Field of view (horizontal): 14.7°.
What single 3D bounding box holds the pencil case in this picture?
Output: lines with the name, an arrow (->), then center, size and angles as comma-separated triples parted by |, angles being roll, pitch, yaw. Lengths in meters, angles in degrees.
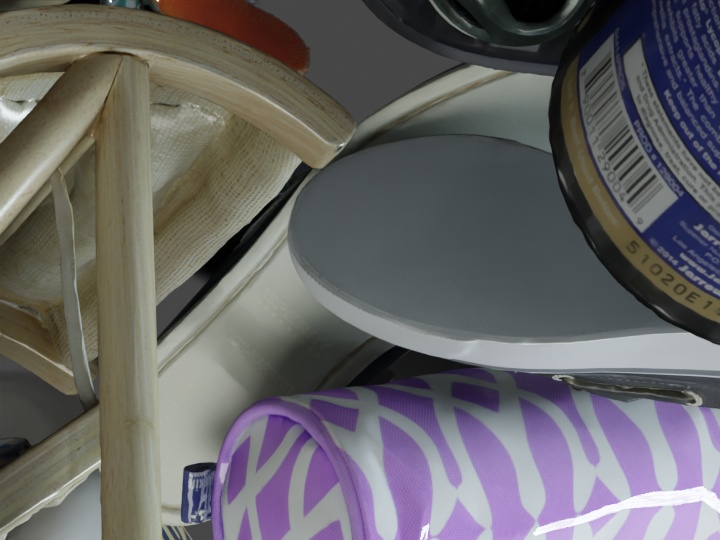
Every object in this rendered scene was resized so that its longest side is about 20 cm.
pencil case -> 0.051, 0.071, 0.842 | 0.199, 0.084, 0.086 | -6, 105, -33

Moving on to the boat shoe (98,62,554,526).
boat shoe -> 0.000, 0.000, 0.860 | 0.075, 0.062, 0.200 | 42, 102, -10

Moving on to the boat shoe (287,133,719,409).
boat shoe -> 0.079, 0.009, 0.800 | 0.199, 0.070, 0.066 | 3, 148, 10

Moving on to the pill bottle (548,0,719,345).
pill bottle -> 0.131, -0.067, 0.656 | 0.112, 0.112, 0.200 | 25, 149, -11

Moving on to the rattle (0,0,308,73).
rattle -> -0.110, -0.121, 0.776 | 0.142, 0.131, 0.200 | 1, 156, 22

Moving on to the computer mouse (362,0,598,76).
computer mouse -> 0.083, -0.088, 0.789 | 0.199, 0.053, 0.139 | 18, 117, -16

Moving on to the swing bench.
swing bench -> -0.118, 0.046, 0.735 | 0.129, 0.201, 0.199 | 25, 148, -16

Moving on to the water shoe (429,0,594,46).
water shoe -> 0.023, -0.155, 0.688 | 0.071, 0.079, 0.201 | -20, 97, 0

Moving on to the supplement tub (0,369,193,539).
supplement tub -> -0.104, 0.149, 0.944 | 0.145, 0.145, 0.200 | -17, 126, 21
